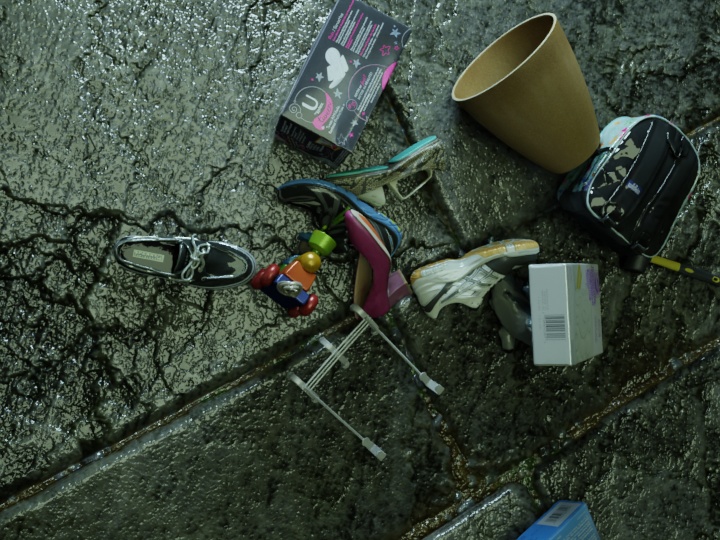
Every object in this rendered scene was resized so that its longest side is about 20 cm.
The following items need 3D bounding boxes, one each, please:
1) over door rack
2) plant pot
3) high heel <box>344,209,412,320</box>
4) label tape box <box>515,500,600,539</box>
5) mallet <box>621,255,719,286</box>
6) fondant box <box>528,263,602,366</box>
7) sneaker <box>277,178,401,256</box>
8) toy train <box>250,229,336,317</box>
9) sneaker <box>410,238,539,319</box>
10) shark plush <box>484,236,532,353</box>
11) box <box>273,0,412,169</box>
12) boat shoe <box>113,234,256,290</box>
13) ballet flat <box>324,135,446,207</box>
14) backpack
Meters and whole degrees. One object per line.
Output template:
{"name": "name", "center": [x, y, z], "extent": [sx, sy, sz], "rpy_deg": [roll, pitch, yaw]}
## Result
{"name": "over door rack", "center": [0.004, 0.163, 1.151], "extent": [0.148, 0.067, 0.200], "rpy_deg": [-48, 113, -8]}
{"name": "plant pot", "center": [0.272, -0.249, 1.185], "extent": [0.186, 0.186, 0.200], "rpy_deg": [-48, 110, -11]}
{"name": "high heel", "center": [0.000, 0.000, 1.106], "extent": [0.096, 0.068, 0.200], "rpy_deg": [-31, 131, 3]}
{"name": "label tape box", "center": [0.323, 0.483, 1.203], "extent": [0.144, 0.063, 0.201], "rpy_deg": [-26, 95, -36]}
{"name": "mallet", "center": [0.531, -0.017, 1.312], "extent": [0.199, 0.041, 0.066], "rpy_deg": [9, 89, -19]}
{"name": "fondant box", "center": [0.313, 0.062, 1.175], "extent": [0.058, 0.200, 0.145], "rpy_deg": [-4, 89, 29]}
{"name": "sneaker", "center": [-0.033, -0.071, 1.142], "extent": [0.199, 0.071, 0.083], "rpy_deg": [30, 75, -15]}
{"name": "toy train", "center": [-0.073, -0.006, 1.065], "extent": [0.085, 0.200, 0.116], "rpy_deg": [38, 75, -11]}
{"name": "sneaker", "center": [0.180, 0.013, 1.184], "extent": [0.199, 0.076, 0.088], "rpy_deg": [-19, 95, 9]}
{"name": "shark plush", "center": [0.242, 0.045, 1.236], "extent": [0.083, 0.091, 0.200], "rpy_deg": [-24, 74, -33]}
{"name": "box", "center": [-0.031, -0.267, 1.117], "extent": [0.114, 0.132, 0.201], "rpy_deg": [28, 81, -9]}
{"name": "boat shoe", "center": [-0.241, -0.016, 1.085], "extent": [0.199, 0.068, 0.074], "rpy_deg": [14, 85, -14]}
{"name": "ballet flat", "center": [0.046, -0.138, 1.171], "extent": [0.199, 0.068, 0.076], "rpy_deg": [-23, 104, -18]}
{"name": "backpack", "center": [0.424, -0.139, 1.224], "extent": [0.177, 0.151, 0.200], "rpy_deg": [34, 89, -18]}
